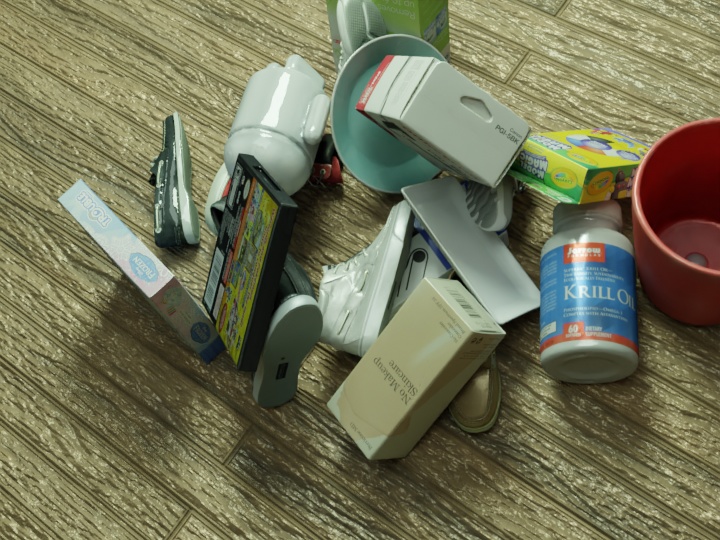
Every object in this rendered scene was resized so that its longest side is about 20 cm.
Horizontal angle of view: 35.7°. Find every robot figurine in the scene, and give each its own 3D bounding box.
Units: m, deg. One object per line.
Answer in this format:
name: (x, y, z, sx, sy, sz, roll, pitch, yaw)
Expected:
robot figurine: (-0.106, -0.175, 1.414, 0.169, 0.113, 0.202, -13, 51, 44)

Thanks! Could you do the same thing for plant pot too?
plant pot: (0.390, -0.040, 1.238, 0.198, 0.178, 0.202, -2, 63, 4)

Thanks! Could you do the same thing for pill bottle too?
pill bottle: (0.262, 0.019, 1.290, 0.111, 0.112, 0.202, -3, 64, 13)

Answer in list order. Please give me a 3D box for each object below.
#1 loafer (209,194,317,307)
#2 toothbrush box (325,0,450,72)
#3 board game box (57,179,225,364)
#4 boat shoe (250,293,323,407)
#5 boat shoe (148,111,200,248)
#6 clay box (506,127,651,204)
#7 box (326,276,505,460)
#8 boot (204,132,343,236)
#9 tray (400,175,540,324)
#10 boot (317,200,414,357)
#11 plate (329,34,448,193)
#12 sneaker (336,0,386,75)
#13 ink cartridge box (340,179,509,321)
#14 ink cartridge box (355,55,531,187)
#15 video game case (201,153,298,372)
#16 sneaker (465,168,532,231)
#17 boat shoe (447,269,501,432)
loafer: (-0.124, -0.007, 1.404, 0.068, 0.070, 0.202, -39, 79, 36)
toothbrush box: (0.036, -0.347, 1.475, 0.144, 0.201, 0.086, 21, 55, 23)
board game box: (-0.267, 0.004, 1.389, 0.043, 0.199, 0.200, -43, 62, -9)
boat shoe: (-0.103, 0.072, 1.321, 0.070, 0.201, 0.091, -8, 54, -25)
boat shoe: (-0.261, -0.125, 1.523, 0.060, 0.076, 0.202, -11, 61, 3)
clay box: (0.267, -0.125, 1.317, 0.199, 0.048, 0.115, -9, 30, -40)
box: (0.061, 0.113, 1.269, 0.095, 0.077, 0.201, 47, 112, 29)
boot: (-0.106, -0.114, 1.481, 0.143, 0.073, 0.201, 24, 69, 22)
tray: (0.131, -0.023, 1.327, 0.107, 0.022, 0.201, -18, 67, -46)
boot: (0.000, 0.000, 1.339, 0.095, 0.074, 0.202, 14, 71, 12)
plate: (0.043, -0.200, 1.433, 0.201, 0.200, 0.026, -51, 28, -13)
sneaker: (-0.002, -0.271, 1.461, 0.080, 0.201, 0.070, 19, 51, 40)
ink cartridge box: (0.078, -0.018, 1.397, 0.199, 0.044, 0.094, -33, 62, -3)
ink cartridge box: (0.092, -0.179, 1.315, 0.146, 0.200, 0.083, 33, 92, -17)
video game case: (-0.132, -0.013, 1.294, 0.181, 0.025, 0.202, 48, 126, 59)
sneaker: (0.180, -0.120, 1.372, 0.081, 0.075, 0.201, 21, 43, -13)
boat shoe: (0.123, 0.089, 1.318, 0.073, 0.067, 0.202, -11, 62, 10)
